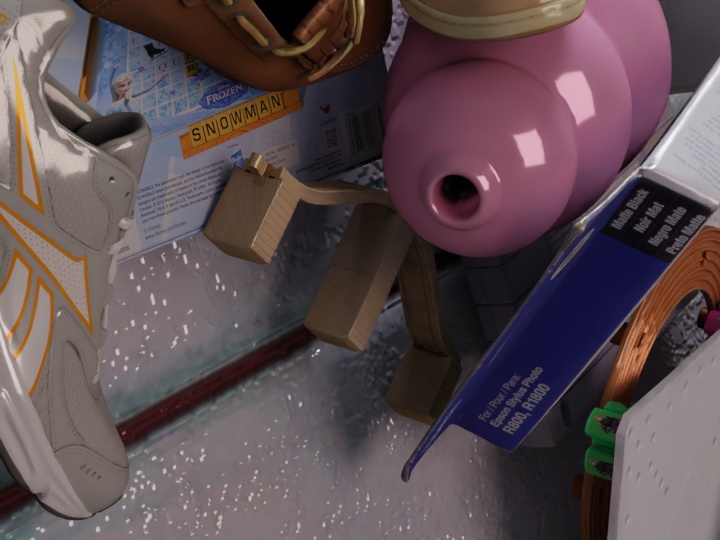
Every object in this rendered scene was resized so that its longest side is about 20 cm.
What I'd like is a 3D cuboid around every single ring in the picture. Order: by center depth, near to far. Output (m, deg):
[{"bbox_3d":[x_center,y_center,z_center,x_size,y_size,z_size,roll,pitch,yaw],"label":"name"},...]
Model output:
[{"bbox_3d":[0.162,0.072,0.925,0.200,0.019,0.203,-40,139,-46],"label":"ring"}]

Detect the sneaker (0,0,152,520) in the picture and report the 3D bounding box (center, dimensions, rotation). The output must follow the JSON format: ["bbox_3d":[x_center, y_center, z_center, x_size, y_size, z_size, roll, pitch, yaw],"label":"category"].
[{"bbox_3d":[-0.104,-0.007,0.570,0.091,0.076,0.202,-24,120,-11],"label":"sneaker"}]

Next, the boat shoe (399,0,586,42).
[{"bbox_3d":[0.041,-0.155,0.685,0.201,0.070,0.065,-110,-170,-56],"label":"boat shoe"}]

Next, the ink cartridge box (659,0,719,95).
[{"bbox_3d":[0.153,-0.212,0.870,0.146,0.143,0.201,52,51,-34],"label":"ink cartridge box"}]

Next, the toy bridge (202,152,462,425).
[{"bbox_3d":[0.000,0.000,0.726,0.068,0.027,0.200,-65,146,-15],"label":"toy bridge"}]

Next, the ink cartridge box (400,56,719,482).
[{"bbox_3d":[0.114,-0.004,0.746,0.040,0.200,0.200,38,50,7],"label":"ink cartridge box"}]

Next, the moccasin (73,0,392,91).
[{"bbox_3d":[-0.030,-0.112,0.615,0.201,0.077,0.075,18,68,-66],"label":"moccasin"}]

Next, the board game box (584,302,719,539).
[{"bbox_3d":[0.165,0.134,0.908,0.199,0.026,0.203,-28,126,-53],"label":"board game box"}]

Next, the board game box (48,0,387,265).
[{"bbox_3d":[-0.073,-0.121,0.673,0.199,0.041,0.202,-24,107,-49],"label":"board game box"}]

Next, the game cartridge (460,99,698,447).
[{"bbox_3d":[0.126,-0.010,0.916,0.200,0.038,0.131,-37,112,-45],"label":"game cartridge"}]

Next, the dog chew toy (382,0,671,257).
[{"bbox_3d":[0.064,-0.071,0.716,0.126,0.123,0.200,70,26,-20],"label":"dog chew toy"}]
